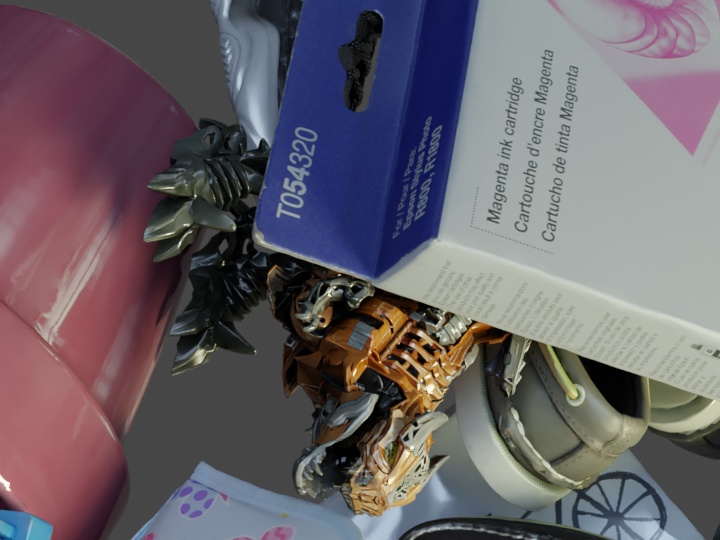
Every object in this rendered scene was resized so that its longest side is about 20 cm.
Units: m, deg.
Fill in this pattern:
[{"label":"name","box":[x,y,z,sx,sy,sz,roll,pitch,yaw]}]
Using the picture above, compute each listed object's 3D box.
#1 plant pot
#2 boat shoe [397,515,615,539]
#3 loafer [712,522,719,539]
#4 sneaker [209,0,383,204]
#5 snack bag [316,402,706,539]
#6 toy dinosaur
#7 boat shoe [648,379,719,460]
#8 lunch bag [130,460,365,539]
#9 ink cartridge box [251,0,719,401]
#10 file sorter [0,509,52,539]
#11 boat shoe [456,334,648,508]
[{"label":"plant pot","box":[-0.151,0.006,0.938,0.200,0.200,0.179,29,60,8]},{"label":"boat shoe","box":[0.098,0.127,0.888,0.200,0.065,0.073,15,69,18]},{"label":"loafer","box":[0.183,0.059,0.960,0.068,0.070,0.201,13,58,47]},{"label":"sneaker","box":[-0.001,-0.098,1.018,0.114,0.076,0.201,-12,71,-1]},{"label":"snack bag","box":[0.055,0.152,0.971,0.188,0.021,0.200,-36,77,-11]},{"label":"toy dinosaur","box":[0.000,0.000,0.908,0.135,0.102,0.200,6,31,10]},{"label":"boat shoe","box":[0.150,-0.024,1.005,0.072,0.060,0.202,3,69,34]},{"label":"lunch bag","box":[-0.030,0.181,0.840,0.200,0.127,0.170,37,66,16]},{"label":"ink cartridge box","box":[0.075,-0.061,0.901,0.200,0.043,0.197,19,51,-11]},{"label":"file sorter","box":[-0.229,0.121,0.812,0.200,0.123,0.139,3,69,29]},{"label":"boat shoe","box":[0.071,-0.008,0.960,0.060,0.072,0.202,-31,47,34]}]
